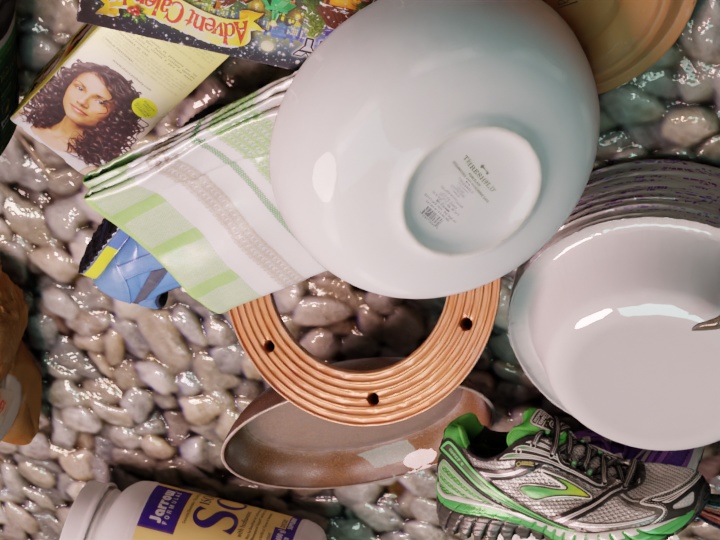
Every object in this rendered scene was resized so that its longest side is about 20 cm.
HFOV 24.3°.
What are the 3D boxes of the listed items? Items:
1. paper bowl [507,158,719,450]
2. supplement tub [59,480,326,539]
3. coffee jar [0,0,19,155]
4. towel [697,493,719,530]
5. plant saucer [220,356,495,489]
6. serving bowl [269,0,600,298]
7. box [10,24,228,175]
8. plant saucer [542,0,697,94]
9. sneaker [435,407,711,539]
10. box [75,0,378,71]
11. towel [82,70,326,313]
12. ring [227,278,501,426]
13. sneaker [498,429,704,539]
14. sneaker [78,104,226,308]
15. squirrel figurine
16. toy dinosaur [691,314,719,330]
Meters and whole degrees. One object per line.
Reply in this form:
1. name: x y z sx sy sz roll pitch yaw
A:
1. paper bowl: 0.194 0.036 1.073 0.199 0.105 0.202 8 132 9
2. supplement tub: -0.138 0.252 1.345 0.199 0.146 0.146 13 134 5
3. coffee jar: -0.260 -0.156 1.037 0.085 0.105 0.201 16 134 4
4. towel: 0.325 0.174 1.126 0.199 0.022 0.147 7 178 -8
5. plant saucer: -0.003 0.108 1.201 0.199 0.032 0.201 -7 152 -4
6. serving bowl: 0.051 -0.060 0.947 0.199 0.066 0.201 -11 128 -14
7. box: -0.136 -0.139 1.052 0.075 0.050 0.200 37 131 -18
8. plant saucer: 0.096 -0.178 0.957 0.199 0.032 0.201 9 134 9
9. sneaker: 0.138 0.141 1.131 0.199 0.078 0.086 2 107 27
10. box: -0.050 -0.180 0.927 0.199 0.038 0.137 11 133 -7
11. towel: -0.053 -0.042 1.026 0.199 0.031 0.149 -23 131 28
12. ring: 0.000 0.000 1.085 0.199 0.019 0.202 2 95 25
13. sneaker: 0.152 0.143 1.199 0.199 0.081 0.084 -21 121 31
14. sneaker: -0.115 -0.038 1.130 0.078 0.066 0.200 31 135 -17
15. squirrel figurine: -0.351 0.057 1.264 0.186 0.142 0.201 20 121 13
16. toy dinosaur: 0.270 -0.039 0.979 0.199 0.077 0.103 -34 96 17
